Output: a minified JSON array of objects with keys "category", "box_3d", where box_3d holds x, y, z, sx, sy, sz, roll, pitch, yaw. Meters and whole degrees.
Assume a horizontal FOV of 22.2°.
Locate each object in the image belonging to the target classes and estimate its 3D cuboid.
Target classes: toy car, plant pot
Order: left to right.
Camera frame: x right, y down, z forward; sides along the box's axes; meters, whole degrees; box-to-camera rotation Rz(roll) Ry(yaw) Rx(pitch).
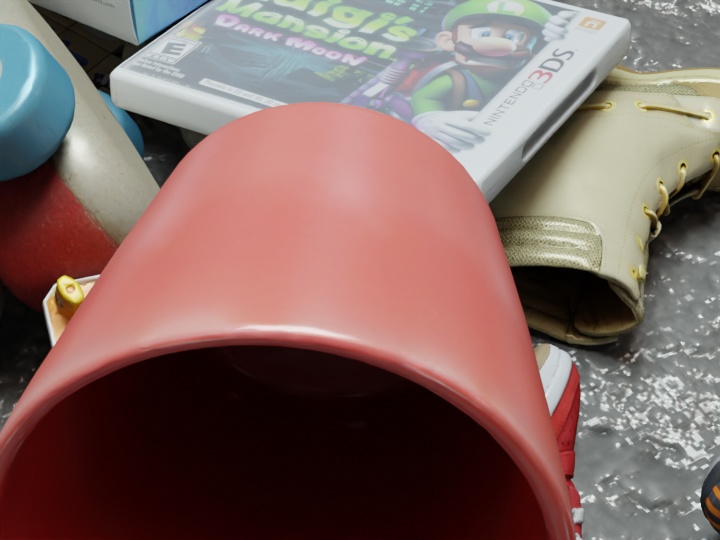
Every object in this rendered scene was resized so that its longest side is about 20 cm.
[{"category":"toy car","box_3d":[-0.200,-0.022,0.850,0.199,0.185,0.177,-38,55,0]},{"category":"plant pot","box_3d":[-0.022,0.044,0.663,0.198,0.202,0.178,7,37,1]}]

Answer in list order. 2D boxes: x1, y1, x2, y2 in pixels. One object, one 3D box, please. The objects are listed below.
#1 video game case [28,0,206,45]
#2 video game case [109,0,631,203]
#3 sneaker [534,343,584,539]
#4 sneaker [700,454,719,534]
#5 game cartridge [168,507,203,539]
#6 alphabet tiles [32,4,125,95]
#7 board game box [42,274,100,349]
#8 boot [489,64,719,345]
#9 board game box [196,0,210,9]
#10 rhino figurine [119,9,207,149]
[{"category":"video game case","box_3d":[-0.120,-0.205,0.989,0.180,0.046,0.200,23,45,32]},{"category":"video game case","box_3d":[0.009,-0.103,0.899,0.198,0.024,0.182,18,38,23]},{"category":"sneaker","box_3d":[0.080,0.137,0.725,0.111,0.071,0.202,20,76,2]},{"category":"sneaker","box_3d":[0.241,0.135,0.771,0.198,0.078,0.113,10,45,4]},{"category":"game cartridge","box_3d":[-0.142,0.161,0.693,0.133,0.041,0.200,43,69,9]},{"category":"alphabet tiles","box_3d":[-0.198,-0.124,1.025,0.166,0.008,0.200,29,51,21]},{"category":"board game box","box_3d":[-0.018,0.079,0.779,0.198,0.026,0.202,-11,74,-15]},{"category":"boot","box_3d":[0.149,-0.032,0.926,0.198,0.073,0.157,11,50,-4]},{"category":"board game box","box_3d":[-0.098,-0.209,1.082,0.198,0.045,0.135,14,44,7]},{"category":"rhino figurine","box_3d":[-0.056,-0.085,0.945,0.087,0.060,0.200,-22,39,-24]}]
